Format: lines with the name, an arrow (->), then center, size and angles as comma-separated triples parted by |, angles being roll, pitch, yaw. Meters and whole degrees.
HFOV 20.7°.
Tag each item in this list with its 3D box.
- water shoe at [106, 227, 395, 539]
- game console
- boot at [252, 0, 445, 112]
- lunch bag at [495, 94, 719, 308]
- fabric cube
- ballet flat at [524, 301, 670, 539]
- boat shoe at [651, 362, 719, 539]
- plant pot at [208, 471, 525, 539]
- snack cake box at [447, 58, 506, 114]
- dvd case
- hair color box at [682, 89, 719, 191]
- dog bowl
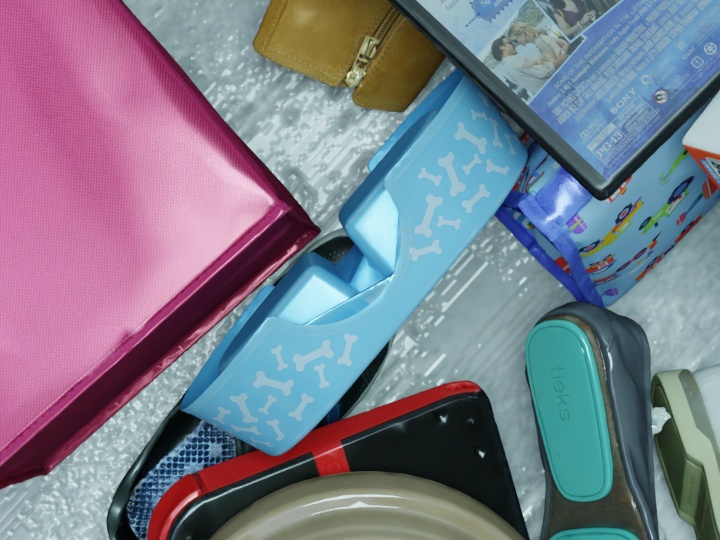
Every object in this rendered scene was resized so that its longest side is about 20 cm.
water shoe -> -0.047, 0.066, 0.962 | 0.071, 0.079, 0.201 | 37, 90, 5
game console -> 0.003, 0.171, 0.944 | 0.175, 0.031, 0.202 | -20, 104, -12
boot -> 0.053, -0.142, 0.974 | 0.200, 0.071, 0.145 | 10, 119, -27
lunch bag -> 0.132, -0.065, 0.896 | 0.094, 0.200, 0.151 | 44, 90, 5
fabric cube -> -0.157, -0.035, 0.917 | 0.196, 0.200, 0.200 | -42, 87, 0
ballet flat -> 0.120, 0.114, 0.939 | 0.072, 0.073, 0.202 | -5, 92, 4
boat shoe -> 0.192, 0.127, 0.911 | 0.068, 0.075, 0.201 | -9, 55, -5
plant pot -> 0.003, 0.198, 0.871 | 0.199, 0.093, 0.203 | -1, 101, -3
snack cake box -> 0.103, -0.179, 0.891 | 0.200, 0.067, 0.115 | -47, 109, -5
dvd case -> 0.079, -0.144, 0.812 | 0.143, 0.018, 0.200 | -44, 72, -3
hair color box -> 0.235, -0.054, 0.754 | 0.111, 0.199, 0.064 | -53, 129, -10
dog bowl -> 0.000, 0.000, 0.885 | 0.049, 0.111, 0.200 | 40, 93, -7
